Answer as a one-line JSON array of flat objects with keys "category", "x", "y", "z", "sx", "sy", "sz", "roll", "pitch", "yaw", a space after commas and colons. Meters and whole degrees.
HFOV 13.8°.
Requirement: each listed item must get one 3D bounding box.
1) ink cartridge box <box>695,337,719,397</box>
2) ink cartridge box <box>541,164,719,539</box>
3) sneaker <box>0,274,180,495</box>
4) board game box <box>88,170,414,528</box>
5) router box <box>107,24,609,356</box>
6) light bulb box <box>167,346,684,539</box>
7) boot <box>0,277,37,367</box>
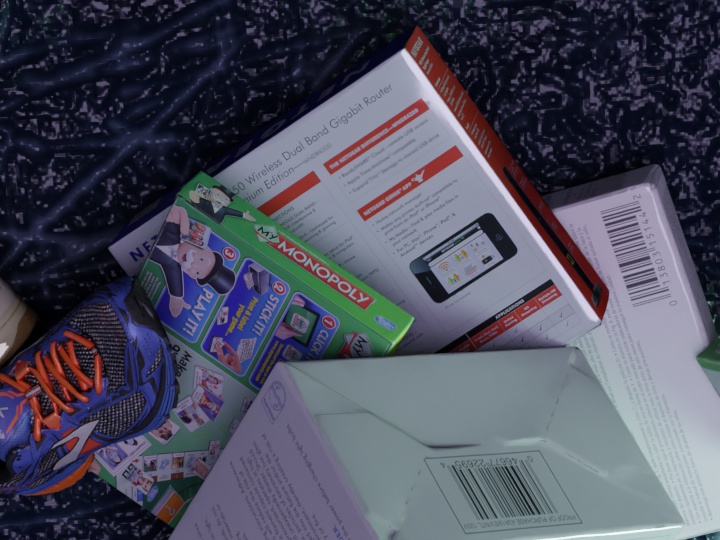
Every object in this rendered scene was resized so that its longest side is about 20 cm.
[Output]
[{"category": "ink cartridge box", "x": 0.296, "y": 0.024, "z": 1.544, "sx": 0.200, "sy": 0.145, "sz": 0.088, "roll": -36, "pitch": 104, "yaw": -13}, {"category": "ink cartridge box", "x": 0.109, "y": 0.061, "z": 1.622, "sx": 0.176, "sy": 0.045, "sz": 0.201, "roll": -16, "pitch": 105, "yaw": 15}, {"category": "sneaker", "x": -0.159, "y": 0.070, "z": 1.536, "sx": 0.200, "sy": 0.078, "sz": 0.075, "roll": -46, "pitch": 66, "yaw": 46}, {"category": "board game box", "x": -0.069, "y": 0.060, "z": 1.554, "sx": 0.134, "sy": 0.029, "sz": 0.200, "roll": 34, "pitch": 130, "yaw": 5}, {"category": "router box", "x": 0.000, "y": 0.000, "z": 1.570, "sx": 0.200, "sy": 0.049, "sz": 0.180, "roll": -32, "pitch": 101, "yaw": 18}, {"category": "light bulb box", "x": 0.020, "y": 0.150, "z": 1.514, "sx": 0.198, "sy": 0.125, "sz": 0.200, "roll": -2, "pitch": 138, "yaw": -36}, {"category": "boot", "x": -0.293, "y": 0.034, "z": 1.574, "sx": 0.200, "sy": 0.073, "sz": 0.156, "roll": -38, "pitch": 104, "yaw": 5}]
